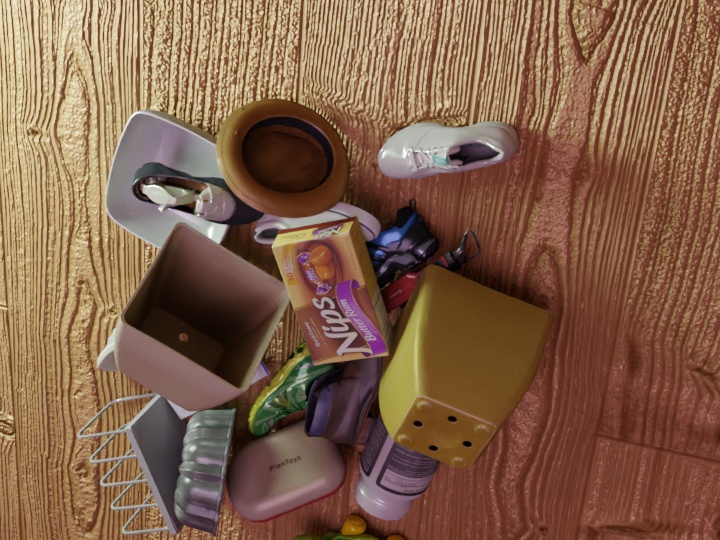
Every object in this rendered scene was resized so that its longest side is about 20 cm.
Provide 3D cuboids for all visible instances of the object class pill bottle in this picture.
[{"bbox_3d":[0.066,0.277,1.650,0.116,0.116,0.201,25,118,6],"label":"pill bottle"}]

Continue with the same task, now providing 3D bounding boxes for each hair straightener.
[{"bbox_3d":[0.106,-0.002,1.547,0.200,0.077,0.041,-43,71,41],"label":"hair straightener"}]

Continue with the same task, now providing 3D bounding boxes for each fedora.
[{"bbox_3d":[-0.114,-0.145,1.507,0.200,0.201,0.082,42,146,-3],"label":"fedora"}]

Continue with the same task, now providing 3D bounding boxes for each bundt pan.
[{"bbox_3d":[-0.249,0.315,1.710,0.075,0.202,0.203,9,116,-6],"label":"bundt pan"}]

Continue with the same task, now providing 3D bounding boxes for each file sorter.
[{"bbox_3d":[-0.358,0.320,1.790,0.124,0.139,0.201,-12,108,24],"label":"file sorter"}]

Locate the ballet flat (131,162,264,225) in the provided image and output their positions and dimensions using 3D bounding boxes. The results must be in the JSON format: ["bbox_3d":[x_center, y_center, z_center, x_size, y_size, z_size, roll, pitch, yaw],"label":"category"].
[{"bbox_3d":[-0.235,-0.102,1.528,0.199,0.073,0.073,17,116,10],"label":"ballet flat"}]

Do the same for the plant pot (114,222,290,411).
[{"bbox_3d":[-0.250,0.090,1.575,0.199,0.200,0.177,32,139,-10],"label":"plant pot"}]

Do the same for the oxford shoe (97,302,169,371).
[{"bbox_3d":[-0.367,0.099,1.747,0.200,0.075,0.058,-47,51,35],"label":"oxford shoe"}]

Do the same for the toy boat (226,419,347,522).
[{"bbox_3d":[-0.113,0.331,1.733,0.199,0.131,0.131,-22,60,2],"label":"toy boat"}]

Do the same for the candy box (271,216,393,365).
[{"bbox_3d":[-0.036,0.031,1.504,0.116,0.057,0.201,-9,116,17],"label":"candy box"}]

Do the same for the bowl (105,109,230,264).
[{"bbox_3d":[-0.268,-0.131,1.605,0.199,0.075,0.200,27,117,4],"label":"bowl"}]

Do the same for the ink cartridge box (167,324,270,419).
[{"bbox_3d":[-0.239,0.159,1.739,0.199,0.039,0.100,-27,102,27],"label":"ink cartridge box"}]

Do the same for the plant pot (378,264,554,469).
[{"bbox_3d":[0.132,0.153,1.488,0.195,0.201,0.195,22,135,-3],"label":"plant pot"}]

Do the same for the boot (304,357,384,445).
[{"bbox_3d":[-0.024,0.168,1.623,0.096,0.075,0.201,5,99,-22],"label":"boot"}]

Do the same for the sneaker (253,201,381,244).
[{"bbox_3d":[-0.063,-0.054,1.534,0.199,0.071,0.073,5,150,34],"label":"sneaker"}]

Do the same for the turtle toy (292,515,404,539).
[{"bbox_3d":[-0.024,0.488,1.774,0.199,0.101,0.146,24,117,6],"label":"turtle toy"}]

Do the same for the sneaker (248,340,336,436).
[{"bbox_3d":[-0.110,0.200,1.695,0.083,0.074,0.200,39,118,3],"label":"sneaker"}]

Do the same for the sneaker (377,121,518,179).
[{"bbox_3d":[0.110,-0.160,1.466,0.199,0.089,0.076,-9,111,21],"label":"sneaker"}]

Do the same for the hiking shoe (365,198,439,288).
[{"bbox_3d":[0.015,-0.018,1.567,0.199,0.074,0.087,-30,83,11],"label":"hiking shoe"}]
